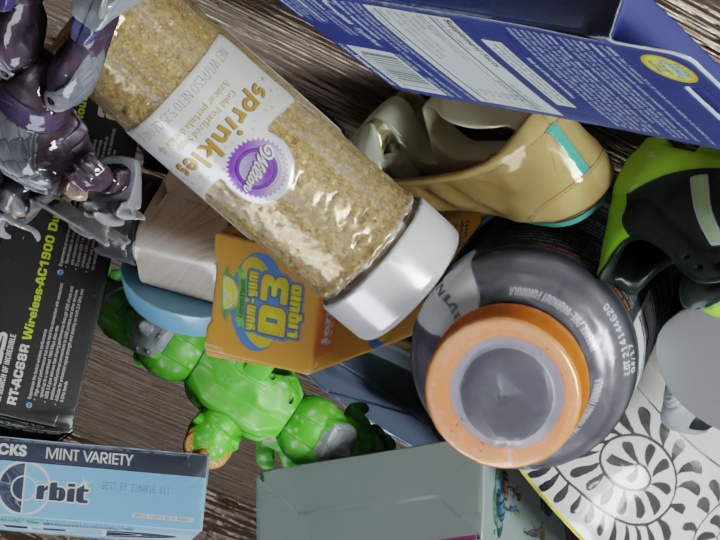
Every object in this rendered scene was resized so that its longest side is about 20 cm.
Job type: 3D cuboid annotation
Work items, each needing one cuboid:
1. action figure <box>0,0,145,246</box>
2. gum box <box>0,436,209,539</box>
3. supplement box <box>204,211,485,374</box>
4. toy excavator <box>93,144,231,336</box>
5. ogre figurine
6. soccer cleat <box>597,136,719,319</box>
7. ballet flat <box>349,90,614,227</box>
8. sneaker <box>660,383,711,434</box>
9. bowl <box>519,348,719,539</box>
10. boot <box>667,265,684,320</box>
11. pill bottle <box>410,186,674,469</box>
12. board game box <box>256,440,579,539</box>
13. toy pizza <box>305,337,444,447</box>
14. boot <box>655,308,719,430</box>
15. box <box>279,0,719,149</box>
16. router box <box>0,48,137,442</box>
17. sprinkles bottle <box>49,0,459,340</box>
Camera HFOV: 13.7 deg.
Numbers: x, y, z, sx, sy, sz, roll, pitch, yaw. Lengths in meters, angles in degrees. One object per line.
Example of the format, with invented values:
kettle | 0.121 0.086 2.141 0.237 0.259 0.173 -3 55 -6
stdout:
action figure | -0.139 -0.085 1.283 0.130 0.069 0.200 29 135 11
gum box | -0.173 0.120 1.640 0.170 0.045 0.200 5 173 -5
supplement box | 0.000 0.000 1.509 0.069 0.067 0.200 15 -163 28
toy excavator | -0.059 -0.015 1.621 0.100 0.194 0.200 16 142 15
ogre figurine | -0.070 0.061 1.707 0.200 0.098 0.120 51 180 -5
soccer cleat | 0.183 -0.014 1.281 0.068 0.081 0.200 26 167 -37
ballet flat | 0.040 -0.060 1.407 0.200 0.069 0.063 2 133 51
sneaker | 0.212 0.037 1.445 0.114 0.075 0.200 16 154 5
bowl | 0.151 0.083 1.649 0.201 0.094 0.201 46 -167 -13
boot | 0.242 0.048 1.549 0.200 0.072 0.144 15 168 40
pill bottle | 0.084 0.028 1.399 0.106 0.106 0.200 17 -162 8
board game box | 0.055 0.152 1.698 0.148 0.064 0.200 -10 161 30
toy pizza | 0.046 0.075 1.757 0.200 0.032 0.200 28 166 8
boot | 0.232 0.026 1.325 0.200 0.074 0.096 -2 -160 46
box | 0.072 -0.092 1.207 0.200 0.032 0.121 14 169 33
router box | -0.171 -0.007 1.626 0.062 0.200 0.150 13 171 -8
sprinkles bottle | -0.049 -0.055 1.358 0.200 0.068 0.068 41 165 -12
